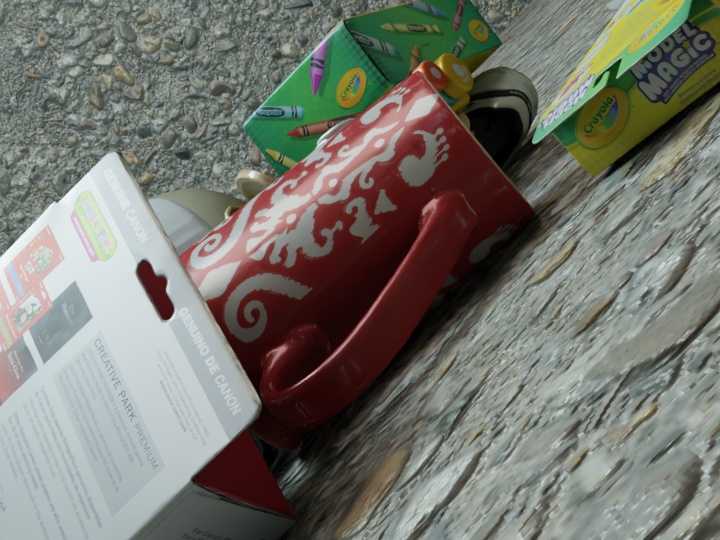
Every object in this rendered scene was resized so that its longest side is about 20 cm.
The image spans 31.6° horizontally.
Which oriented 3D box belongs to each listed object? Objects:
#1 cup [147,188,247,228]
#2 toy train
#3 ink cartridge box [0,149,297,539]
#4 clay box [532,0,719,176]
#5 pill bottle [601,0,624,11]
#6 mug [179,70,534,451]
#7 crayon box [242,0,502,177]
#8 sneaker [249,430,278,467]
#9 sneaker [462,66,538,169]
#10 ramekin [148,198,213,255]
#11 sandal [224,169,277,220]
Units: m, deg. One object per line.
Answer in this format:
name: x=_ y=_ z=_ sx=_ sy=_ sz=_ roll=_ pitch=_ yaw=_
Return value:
cup: x=-0.138 y=0.044 z=1.147 sx=0.200 sy=0.200 sz=0.143 roll=-45 pitch=31 yaw=-1
toy train: x=0.025 y=-0.081 z=0.914 sx=0.150 sy=0.056 sz=0.200 roll=-38 pitch=-4 yaw=-4
ink cartridge box: x=-0.123 y=0.070 z=0.638 sx=0.175 sy=0.201 sz=0.084 roll=-43 pitch=-38 yaw=12
clay box: x=0.169 y=-0.128 z=0.677 sx=0.115 sy=0.048 sz=0.200 roll=-40 pitch=9 yaw=44
pill bottle: x=0.219 y=-0.359 z=1.213 sx=0.120 sy=0.200 sz=0.120 roll=-44 pitch=5 yaw=5
mug: x=0.003 y=0.004 z=0.730 sx=0.200 sy=0.178 sz=0.133 roll=-40 pitch=-38 yaw=7
crayon box: x=0.014 y=-0.142 z=0.958 sx=0.119 sy=0.058 sz=0.200 roll=-40 pitch=-5 yaw=33
sneaker: x=-0.134 y=0.151 z=0.763 sx=0.200 sy=0.073 sz=0.112 roll=-45 pitch=6 yaw=2
sneaker: x=0.058 y=-0.078 z=1.009 sx=0.200 sy=0.075 sz=0.088 roll=-48 pitch=11 yaw=23
ramekin: x=-0.130 y=0.045 z=0.912 sx=0.097 sy=0.201 sz=0.200 roll=-38 pitch=3 yaw=-20
sandal: x=-0.069 y=-0.016 z=0.950 sx=0.070 sy=0.077 sz=0.212 roll=-64 pitch=1 yaw=-6
